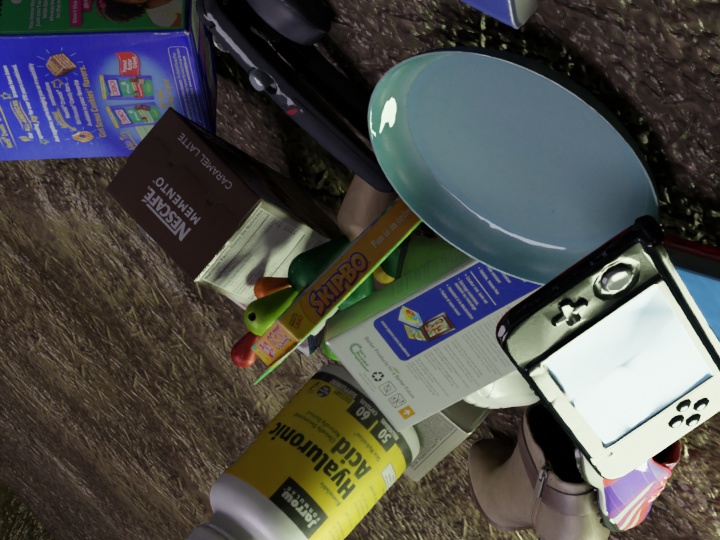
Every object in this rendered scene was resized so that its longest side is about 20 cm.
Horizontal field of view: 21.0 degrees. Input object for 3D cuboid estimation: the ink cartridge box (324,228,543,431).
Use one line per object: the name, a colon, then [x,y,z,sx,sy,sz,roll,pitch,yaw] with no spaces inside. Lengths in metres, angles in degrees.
ink cartridge box: [0.082,0.029,1.329,0.095,0.199,0.037,52,-158,-27]

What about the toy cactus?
toy cactus: [0.000,0.000,1.422,0.102,0.199,0.166,43,128,45]

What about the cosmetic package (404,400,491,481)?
cosmetic package: [0.052,0.102,1.630,0.105,0.071,0.200,42,160,2]

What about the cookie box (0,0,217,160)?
cookie box: [-0.213,-0.156,1.430,0.199,0.076,0.171,-2,153,2]

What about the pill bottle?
pill bottle: [-0.053,0.182,1.588,0.111,0.200,0.111,37,160,16]

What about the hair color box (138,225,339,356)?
hair color box: [-0.105,-0.020,1.686,0.200,0.061,0.100,35,160,17]

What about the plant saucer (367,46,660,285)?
plant saucer: [0.098,-0.067,1.205,0.199,0.027,0.200,24,148,16]

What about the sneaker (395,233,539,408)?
sneaker: [0.100,0.043,1.421,0.087,0.075,0.200,-5,148,29]

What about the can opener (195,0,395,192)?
can opener: [-0.036,-0.128,1.326,0.200,0.063,0.079,51,158,-22]

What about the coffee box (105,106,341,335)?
coffee box: [-0.087,-0.033,1.466,0.114,0.080,0.200,44,-173,28]

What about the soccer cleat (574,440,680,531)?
soccer cleat: [0.208,0.148,1.455,0.073,0.068,0.200,-6,154,14]

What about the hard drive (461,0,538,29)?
hard drive: [0.009,-0.225,1.097,0.200,0.025,0.132,31,158,28]

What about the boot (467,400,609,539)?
boot: [0.145,0.164,1.596,0.200,0.070,0.147,50,154,43]

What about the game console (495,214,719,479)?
game console: [0.206,0.070,1.184,0.200,0.172,0.119,51,-174,-46]

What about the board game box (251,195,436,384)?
board game box: [-0.003,-0.004,1.319,0.030,0.200,0.096,42,160,-1]
